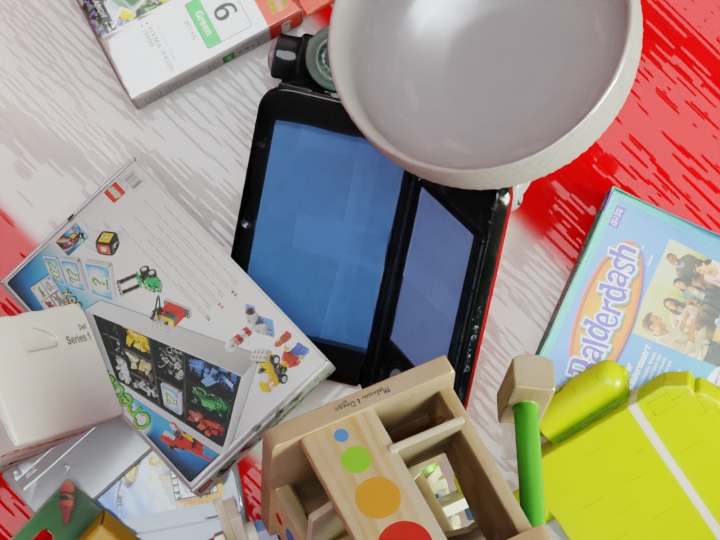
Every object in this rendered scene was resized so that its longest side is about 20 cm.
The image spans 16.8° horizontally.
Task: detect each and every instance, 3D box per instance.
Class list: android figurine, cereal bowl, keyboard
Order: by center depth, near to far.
[{"bbox_3d":[0.085,-0.140,1.534,0.200,0.083,0.200,-6,70,18],"label":"cereal bowl"},{"bbox_3d":[0.194,0.145,1.637,0.200,0.041,0.182,-34,98,16],"label":"android figurine"},{"bbox_3d":[-0.151,0.093,1.651,0.200,0.011,0.056,-41,86,-3],"label":"keyboard"}]

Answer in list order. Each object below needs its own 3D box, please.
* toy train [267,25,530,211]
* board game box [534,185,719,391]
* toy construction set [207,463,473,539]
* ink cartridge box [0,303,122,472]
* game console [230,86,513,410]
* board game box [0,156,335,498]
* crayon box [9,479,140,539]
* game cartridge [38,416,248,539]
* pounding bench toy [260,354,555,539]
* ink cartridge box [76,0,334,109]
[{"bbox_3d":[0.029,-0.102,1.673,0.200,0.085,0.114,13,97,-1],"label":"toy train"},{"bbox_3d":[0.231,0.052,1.675,0.200,0.045,0.152,25,86,1],"label":"board game box"},{"bbox_3d":[-0.009,0.178,1.614,0.200,0.131,0.092,-6,103,-8],"label":"toy construction set"},{"bbox_3d":[-0.277,0.103,1.581,0.200,0.145,0.084,-26,85,23],"label":"ink cartridge box"},{"bbox_3d":[0.000,0.000,1.611,0.119,0.172,0.200,1,113,-24],"label":"game console"},{"bbox_3d":[-0.130,0.037,1.633,0.126,0.035,0.200,-43,75,-3],"label":"board game box"},{"bbox_3d":[-0.165,0.253,1.628,0.200,0.051,0.127,42,93,-8],"label":"crayon box"},{"bbox_3d":[-0.153,0.121,1.672,0.133,0.042,0.200,-11,86,-6],"label":"game cartridge"},{"bbox_3d":[0.062,0.151,1.494,0.200,0.124,0.156,-23,63,-16],"label":"pounding bench toy"},{"bbox_3d":[-0.094,-0.207,1.691,0.200,0.050,0.109,-28,86,-2],"label":"ink cartridge box"}]
